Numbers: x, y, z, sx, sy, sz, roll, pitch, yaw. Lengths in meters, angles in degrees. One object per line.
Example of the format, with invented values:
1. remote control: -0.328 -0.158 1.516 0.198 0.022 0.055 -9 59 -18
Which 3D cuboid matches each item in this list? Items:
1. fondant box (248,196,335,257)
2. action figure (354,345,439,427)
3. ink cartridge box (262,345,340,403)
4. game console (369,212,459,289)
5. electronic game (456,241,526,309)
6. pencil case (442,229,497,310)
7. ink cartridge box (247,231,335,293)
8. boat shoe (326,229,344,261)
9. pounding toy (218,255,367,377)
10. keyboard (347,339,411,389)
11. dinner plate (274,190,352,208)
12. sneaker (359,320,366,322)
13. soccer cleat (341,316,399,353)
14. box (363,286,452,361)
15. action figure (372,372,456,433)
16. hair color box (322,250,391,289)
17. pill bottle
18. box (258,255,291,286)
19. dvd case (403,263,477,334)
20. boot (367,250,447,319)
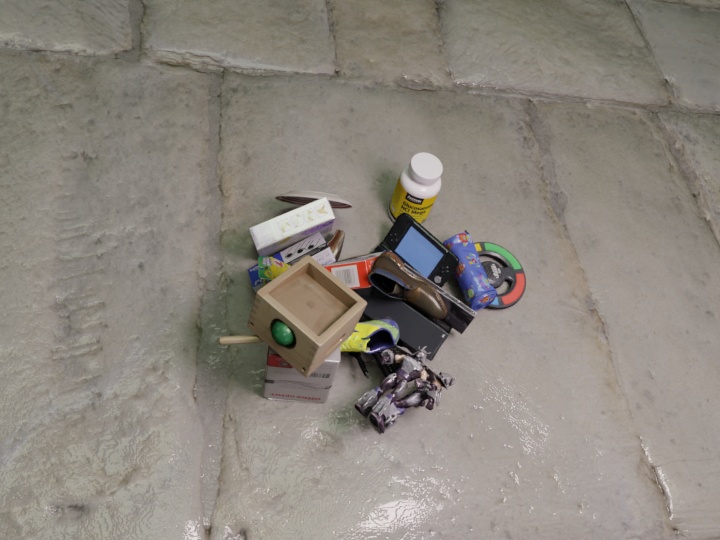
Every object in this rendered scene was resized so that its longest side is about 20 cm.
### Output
1. fondant box: -0.163 -0.098 1.454 0.197 0.144 0.059 -24 85 -9
2. action figure: 0.079 0.230 1.257 0.129 0.070 0.200 27 62 38
3. ink cartridge box: -0.127 0.197 1.280 0.144 0.201 0.084 7 54 -10
4. game console: 0.116 -0.014 1.522 0.200 0.172 0.118 42 32 13
5. electronic game: 0.343 0.011 1.601 0.196 0.042 0.203 6 57 -10
6. pencil case: 0.278 0.000 1.534 0.086 0.078 0.202 1 56 -36
7. ink cartridge box: -0.164 -0.012 1.430 0.198 0.045 0.094 -28 32 -4
8. boat shoe: -0.097 -0.029 1.503 0.071 0.076 0.202 24 55 5
9. pounding toy: -0.130 0.099 1.157 0.183 0.143 0.200 38 44 13
10. keyboard: 0.046 0.194 1.375 0.125 0.021 0.201 -20 36 -10
11. dinner plate: -0.116 -0.180 1.526 0.196 0.200 0.025 4 90 -11
12. sneaker: -0.059 0.132 1.391 0.196 0.079 0.070 -8 33 -12
13. soccer cleat: -0.012 0.150 1.320 0.197 0.066 0.084 -12 28 8
14. box: 0.110 0.114 1.416 0.199 0.141 0.079 35 95 10
15. action figure: 0.123 0.279 1.327 0.198 0.130 0.070 -25 78 -9
16. hair color box: 0.000 0.000 1.421 0.109 0.200 0.065 -8 94 20
17. pill bottle: 0.147 -0.209 1.595 0.110 0.201 0.114 6 57 -9
18. box: -0.141 0.041 1.335 0.198 0.049 0.118 28 19 -21
19. dvd case: 0.172 0.069 1.418 0.199 0.149 0.016 35 72 10
20. boot: 0.098 0.051 1.327 0.199 0.075 0.097 41 34 6
